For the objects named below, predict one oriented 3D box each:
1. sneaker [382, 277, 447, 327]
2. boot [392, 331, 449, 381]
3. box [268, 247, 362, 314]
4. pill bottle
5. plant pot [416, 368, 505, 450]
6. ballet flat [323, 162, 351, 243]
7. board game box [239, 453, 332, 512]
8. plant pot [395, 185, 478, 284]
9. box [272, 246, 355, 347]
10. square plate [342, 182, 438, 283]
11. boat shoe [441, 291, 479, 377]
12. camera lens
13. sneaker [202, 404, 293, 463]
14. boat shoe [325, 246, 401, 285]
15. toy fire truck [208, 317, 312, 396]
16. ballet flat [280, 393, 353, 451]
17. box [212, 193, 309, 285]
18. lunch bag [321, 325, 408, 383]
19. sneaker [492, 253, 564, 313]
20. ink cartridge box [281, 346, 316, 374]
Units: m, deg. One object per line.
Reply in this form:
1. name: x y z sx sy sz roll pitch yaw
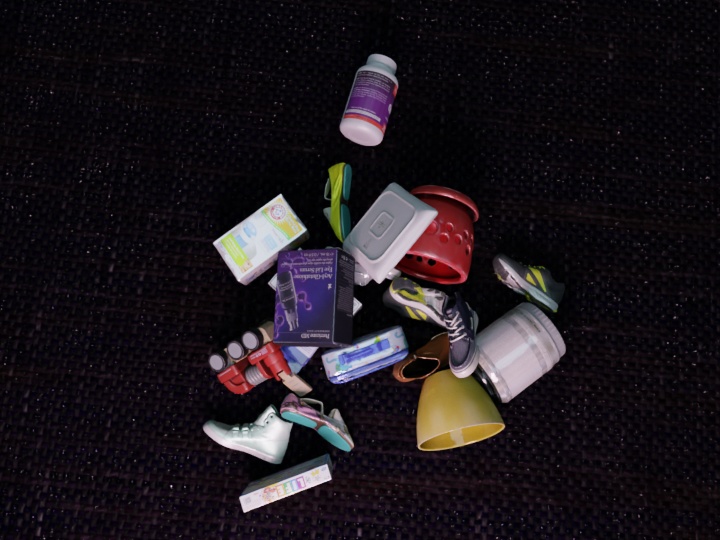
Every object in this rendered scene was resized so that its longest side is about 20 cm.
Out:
1. sneaker: 0.141 0.081 1.372 0.198 0.084 0.075 30 55 -18
2. boot: 0.165 0.195 1.318 0.197 0.155 0.078 -20 83 -4
3. box: -0.103 0.058 1.341 0.200 0.060 0.117 43 82 6
4. pill bottle: 0.026 -0.420 1.418 0.111 0.112 0.203 17 83 1
5. plant pot: 0.210 0.307 1.303 0.196 0.201 0.144 -10 62 -3
6. ballet flat: -0.058 -0.165 1.414 0.066 0.067 0.204 -2 80 20
7. board game box: -0.160 0.470 1.285 0.197 0.135 0.035 -19 83 -4
8. plant pot: 0.170 -0.087 1.336 0.197 0.201 0.186 15 77 1
9. box: -0.097 0.062 1.236 0.145 0.104 0.204 -3 78 21
10. square plate: 0.055 -0.095 1.288 0.199 0.200 0.028 -50 127 3
11. boat shoe: 0.212 0.137 1.274 0.074 0.201 0.093 -27 117 26
12. camera lens: 0.345 0.190 1.321 0.199 0.160 0.161 -34 84 -6
13. sneaker: -0.254 0.353 1.327 0.198 0.074 0.120 22 89 -8
14. boat shoe: -0.001 0.000 1.380 0.198 0.070 0.073 17 91 16
15. toy fire truck: -0.219 0.231 1.324 0.175 0.128 0.202 -31 90 25
16. ballet flat: -0.092 0.343 1.335 0.198 0.069 0.072 31 49 -11
17. box: -0.231 -0.072 1.371 0.199 0.101 0.113 -36 85 -6
18. lunch bag: 0.010 0.191 1.313 0.197 0.161 0.084 -20 83 -5
19. sneaker: 0.408 0.017 1.398 0.199 0.074 0.085 39 77 -5
20. ink cartridge box: -0.141 0.139 1.378 0.119 0.042 0.201 37 85 4
